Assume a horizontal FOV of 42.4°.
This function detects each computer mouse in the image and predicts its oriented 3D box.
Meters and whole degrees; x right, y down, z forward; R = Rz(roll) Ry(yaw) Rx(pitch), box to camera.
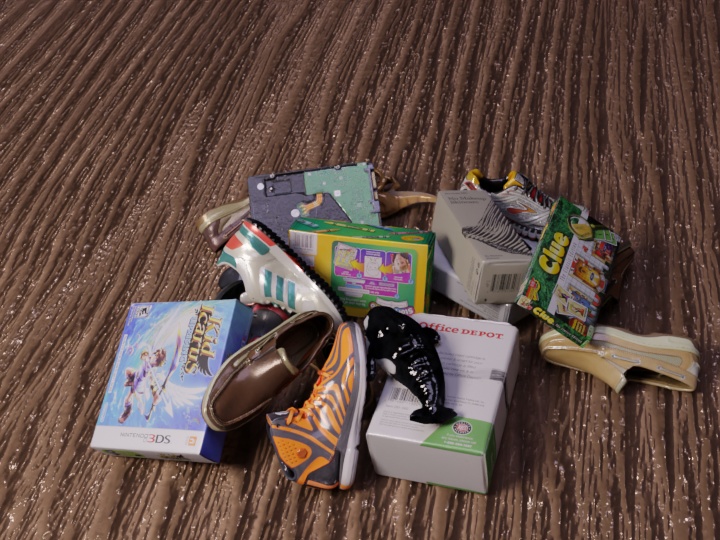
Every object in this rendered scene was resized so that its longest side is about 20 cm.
[{"bbox_3d":[-0.119,0.018,1.376,0.198,0.034,0.059,3,43,13],"label":"computer mouse"}]

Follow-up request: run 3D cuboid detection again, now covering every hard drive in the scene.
[{"bbox_3d":[-0.069,-0.087,1.424,0.198,0.038,0.141,-9,75,0],"label":"hard drive"}]

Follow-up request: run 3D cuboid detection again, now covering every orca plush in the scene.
[{"bbox_3d":[0.046,0.096,1.109,0.104,0.071,0.201,-15,39,4],"label":"orca plush"}]

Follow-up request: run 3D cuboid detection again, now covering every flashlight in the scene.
[{"bbox_3d":[-0.145,0.115,1.237,0.068,0.068,0.201,-24,29,43],"label":"flashlight"}]

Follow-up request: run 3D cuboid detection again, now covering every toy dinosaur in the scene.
[{"bbox_3d":[0.048,-0.112,1.478,0.198,0.061,0.107,-15,62,7],"label":"toy dinosaur"}]

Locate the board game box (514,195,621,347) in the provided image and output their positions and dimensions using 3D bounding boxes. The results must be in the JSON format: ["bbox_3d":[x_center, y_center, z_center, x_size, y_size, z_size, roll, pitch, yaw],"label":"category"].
[{"bbox_3d":[0.270,-0.003,1.191,0.104,0.024,0.201,31,49,-2],"label":"board game box"}]

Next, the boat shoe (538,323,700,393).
[{"bbox_3d":[0.322,0.116,1.165,0.198,0.072,0.077,2,60,16],"label":"boat shoe"}]

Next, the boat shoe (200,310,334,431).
[{"bbox_3d":[-0.108,0.112,1.120,0.202,0.075,0.075,-46,12,-32],"label":"boat shoe"}]

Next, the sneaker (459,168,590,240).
[{"bbox_3d":[0.241,-0.099,1.379,0.198,0.083,0.078,11,31,8],"label":"sneaker"}]

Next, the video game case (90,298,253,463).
[{"bbox_3d":[-0.239,0.137,1.182,0.180,0.045,0.202,-3,64,29],"label":"video game case"}]

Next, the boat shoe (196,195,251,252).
[{"bbox_3d":[-0.159,-0.085,1.481,0.199,0.072,0.072,-24,74,-26],"label":"boat shoe"}]

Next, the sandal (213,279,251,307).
[{"bbox_3d":[-0.193,0.101,1.275,0.048,0.076,0.201,11,55,31],"label":"sandal"}]

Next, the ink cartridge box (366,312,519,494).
[{"bbox_3d":[0.108,0.157,1.144,0.145,0.085,0.201,7,45,20],"label":"ink cartridge box"}]

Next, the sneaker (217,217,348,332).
[{"bbox_3d":[-0.106,0.026,1.240,0.200,0.070,0.093,44,96,3],"label":"sneaker"}]

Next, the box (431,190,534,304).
[{"bbox_3d":[0.165,-0.036,1.276,0.081,0.069,0.200,-2,33,-15],"label":"box"}]

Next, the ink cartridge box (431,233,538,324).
[{"bbox_3d":[0.184,-0.006,1.337,0.173,0.044,0.199,-23,41,-40],"label":"ink cartridge box"}]

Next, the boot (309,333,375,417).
[{"bbox_3d":[-0.039,0.104,1.238,0.073,0.076,0.200,-26,41,-10],"label":"boot"}]

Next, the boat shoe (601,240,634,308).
[{"bbox_3d":[0.319,0.023,1.268,0.199,0.072,0.068,-30,86,-37],"label":"boat shoe"}]

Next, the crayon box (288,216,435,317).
[{"bbox_3d":[0.000,0.000,1.290,0.198,0.120,0.058,7,23,10],"label":"crayon box"}]

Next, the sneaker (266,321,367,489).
[{"bbox_3d":[-0.054,0.157,1.105,0.111,0.078,0.202,7,82,-8],"label":"sneaker"}]
